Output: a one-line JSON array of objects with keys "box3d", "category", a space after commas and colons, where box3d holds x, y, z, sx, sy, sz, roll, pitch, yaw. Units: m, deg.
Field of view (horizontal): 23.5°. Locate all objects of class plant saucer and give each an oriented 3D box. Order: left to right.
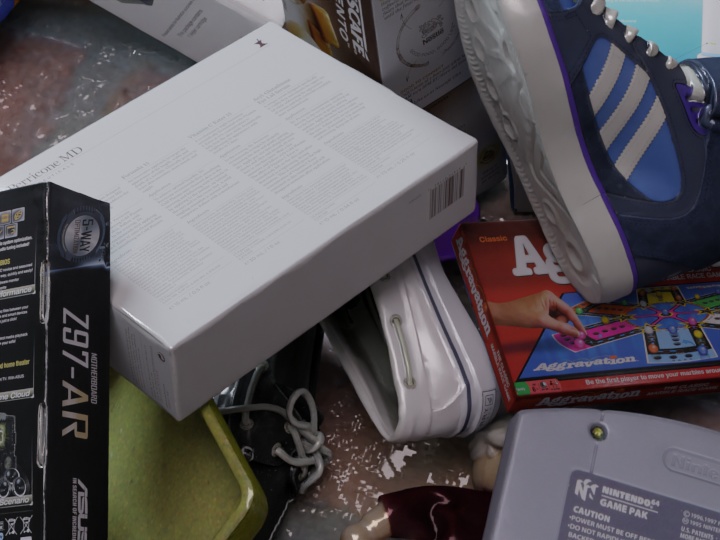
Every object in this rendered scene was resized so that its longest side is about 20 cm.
[{"box3d": [-0.125, 0.117, 0.850, 0.200, 0.048, 0.200, -53, 44, 19], "category": "plant saucer"}]

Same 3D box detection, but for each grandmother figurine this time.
[{"box3d": [0.047, 0.154, 0.860, 0.121, 0.061, 0.201, 33, 64, -5], "category": "grandmother figurine"}]

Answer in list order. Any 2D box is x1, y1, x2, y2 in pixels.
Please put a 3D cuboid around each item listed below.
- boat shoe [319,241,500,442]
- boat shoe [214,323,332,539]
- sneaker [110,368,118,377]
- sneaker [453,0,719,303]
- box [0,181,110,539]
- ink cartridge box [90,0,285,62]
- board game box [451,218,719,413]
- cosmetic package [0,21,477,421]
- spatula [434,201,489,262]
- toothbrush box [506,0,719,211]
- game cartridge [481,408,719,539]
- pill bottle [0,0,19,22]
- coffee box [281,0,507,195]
[{"box3d": [0.000, 0.000, 0.893, 0.066, 0.074, 0.201, -10, 53, -34], "category": "boat shoe"}, {"box3d": [-0.048, 0.084, 0.901, 0.068, 0.074, 0.201, -8, 49, 20], "category": "boat shoe"}, {"box3d": [-0.166, 0.014, 0.968, 0.199, 0.076, 0.105, 20, 53, 10], "category": "sneaker"}, {"box3d": [0.142, -0.097, 0.857, 0.146, 0.081, 0.201, -25, 101, -12], "category": "sneaker"}, {"box3d": [-0.203, 0.057, 0.776, 0.199, 0.043, 0.162, -11, 73, 29], "category": "box"}, {"box3d": [-0.123, -0.232, 1.033, 0.199, 0.084, 0.146, 29, 63, -15], "category": "ink cartridge box"}, {"box3d": [0.153, 0.017, 0.897, 0.198, 0.019, 0.104, -4, 56, -21], "category": "board game box"}, {"box3d": [-0.064, -0.033, 0.839, 0.199, 0.052, 0.150, -34, 54, -31], "category": "cosmetic package"}, {"box3d": [0.103, -0.014, 0.963, 0.198, 0.021, 0.057, 6, 40, 7], "category": "spatula"}, {"box3d": [0.160, -0.137, 0.990, 0.145, 0.085, 0.202, 1, 61, 8], "category": "toothbrush box"}, {"box3d": [0.156, 0.142, 0.832, 0.198, 0.041, 0.134, 17, 68, -2], "category": "game cartridge"}, {"box3d": [-0.262, -0.192, 1.068, 0.111, 0.112, 0.201, 26, 67, 21], "category": "pill bottle"}, {"box3d": [0.015, -0.132, 0.932, 0.079, 0.201, 0.114, -30, 54, -16], "category": "coffee box"}]
